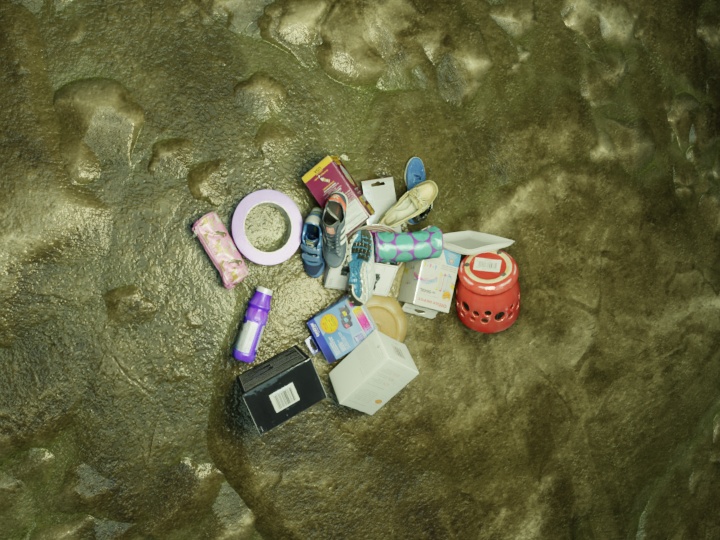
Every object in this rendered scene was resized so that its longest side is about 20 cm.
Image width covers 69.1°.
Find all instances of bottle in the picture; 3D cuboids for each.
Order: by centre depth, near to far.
[{"bbox_3d":[-0.293,0.146,1.435,0.064,0.083,0.206,19,86,-17],"label":"bottle"}]

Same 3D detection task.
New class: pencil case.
[{"bbox_3d":[-0.377,-0.053,1.405,0.085,0.083,0.203,-32,101,-14],"label":"pencil case"},{"bbox_3d":[0.127,-0.073,1.453,0.193,0.085,0.095,-5,74,-8],"label":"pencil case"}]

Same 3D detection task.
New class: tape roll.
[{"bbox_3d":[-0.260,-0.118,1.452,0.194,0.065,0.207,0,91,-17],"label":"tape roll"}]

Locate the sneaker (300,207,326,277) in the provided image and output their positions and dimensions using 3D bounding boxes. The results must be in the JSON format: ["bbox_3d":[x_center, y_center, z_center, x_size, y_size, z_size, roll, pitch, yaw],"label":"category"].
[{"bbox_3d":[-0.134,-0.068,1.459,0.072,0.083,0.206,8,115,9],"label":"sneaker"}]

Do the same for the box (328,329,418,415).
[{"bbox_3d":[0.036,0.289,1.468,0.200,0.108,0.151,-43,135,16],"label":"box"}]

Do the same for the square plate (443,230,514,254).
[{"bbox_3d":[0.323,-0.082,1.559,0.194,0.198,0.029,-10,108,-32],"label":"square plate"}]

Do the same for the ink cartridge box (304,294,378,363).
[{"bbox_3d":[-0.062,0.167,1.490,0.197,0.076,0.139,-31,93,8],"label":"ink cartridge box"}]

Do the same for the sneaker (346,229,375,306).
[{"bbox_3d":[0.009,-0.010,1.427,0.073,0.086,0.207,8,98,26],"label":"sneaker"}]

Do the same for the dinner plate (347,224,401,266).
[{"bbox_3d":[0.036,-0.054,1.524,0.193,0.025,0.204,-4,130,-4],"label":"dinner plate"}]

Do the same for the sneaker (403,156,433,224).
[{"bbox_3d":[0.177,-0.244,1.570,0.074,0.111,0.207,7,89,-18],"label":"sneaker"}]

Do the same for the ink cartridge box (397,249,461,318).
[{"bbox_3d":[0.204,0.037,1.576,0.125,0.125,0.206,14,86,-18],"label":"ink cartridge box"}]

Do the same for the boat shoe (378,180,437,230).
[{"bbox_3d":[0.136,-0.182,1.491,0.198,0.063,0.074,-32,96,12],"label":"boat shoe"}]

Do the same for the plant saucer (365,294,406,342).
[{"bbox_3d":[0.044,0.170,1.547,0.193,0.035,0.207,0,96,-3],"label":"plant saucer"}]

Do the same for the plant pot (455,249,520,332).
[{"bbox_3d":[0.380,0.054,1.563,0.197,0.201,0.185,-30,137,-15],"label":"plant pot"}]

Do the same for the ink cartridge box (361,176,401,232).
[{"bbox_3d":[0.058,-0.168,1.565,0.106,0.050,0.207,-10,93,-17],"label":"ink cartridge box"}]

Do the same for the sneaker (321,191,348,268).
[{"bbox_3d":[-0.073,-0.101,1.374,0.073,0.085,0.207,3,104,10],"label":"sneaker"}]

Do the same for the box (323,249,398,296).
[{"bbox_3d":[0.000,0.000,1.508,0.194,0.061,0.119,8,127,-14],"label":"box"}]

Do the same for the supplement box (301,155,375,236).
[{"bbox_3d":[-0.058,-0.209,1.460,0.102,0.131,0.202,-34,97,12],"label":"supplement box"}]

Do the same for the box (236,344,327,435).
[{"bbox_3d":[-0.215,0.313,1.403,0.196,0.198,0.126,-26,101,-15],"label":"box"}]
